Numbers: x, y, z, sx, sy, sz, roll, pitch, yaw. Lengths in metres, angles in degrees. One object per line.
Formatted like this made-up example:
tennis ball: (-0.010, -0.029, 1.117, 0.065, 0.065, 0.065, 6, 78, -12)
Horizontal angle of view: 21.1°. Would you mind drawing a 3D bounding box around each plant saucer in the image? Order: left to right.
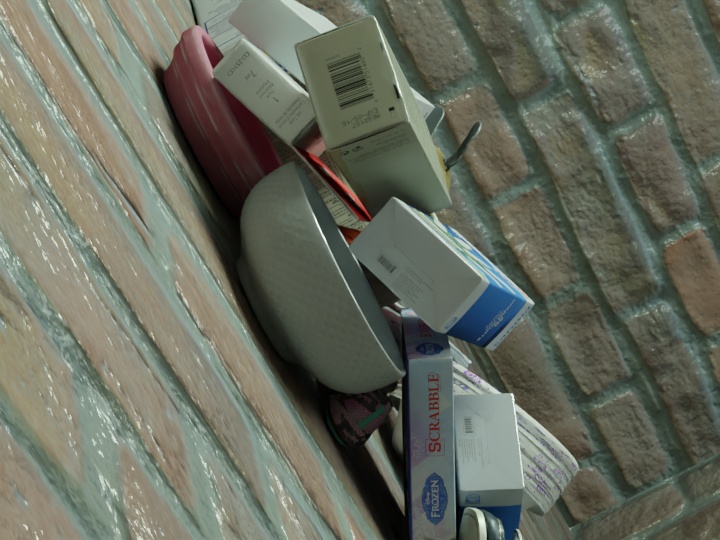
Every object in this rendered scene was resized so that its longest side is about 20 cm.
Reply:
plant saucer: (-0.118, -0.118, 1.713, 0.201, 0.051, 0.201, 62, 6, -11)

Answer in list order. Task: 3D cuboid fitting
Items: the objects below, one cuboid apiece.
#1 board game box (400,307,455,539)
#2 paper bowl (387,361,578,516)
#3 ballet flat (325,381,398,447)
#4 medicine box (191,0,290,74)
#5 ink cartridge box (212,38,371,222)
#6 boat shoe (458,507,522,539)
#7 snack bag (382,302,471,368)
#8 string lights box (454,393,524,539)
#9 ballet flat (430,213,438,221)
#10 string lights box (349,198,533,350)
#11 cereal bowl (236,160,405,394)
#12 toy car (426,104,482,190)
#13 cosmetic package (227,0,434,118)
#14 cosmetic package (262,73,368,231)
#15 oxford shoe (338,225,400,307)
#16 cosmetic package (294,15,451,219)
board game box: (0.058, 0.149, 1.693, 0.200, 0.041, 0.201, -92, 180, -80)
paper bowl: (0.112, 0.179, 1.953, 0.201, 0.104, 0.201, 38, -9, 7)
ballet flat: (0.000, 0.090, 1.694, 0.069, 0.071, 0.200, 60, 5, -21)
medicine box: (-0.100, -0.232, 2.203, 0.182, 0.103, 0.200, 60, 6, -29)
ink cartridge box: (-0.040, -0.118, 1.686, 0.176, 0.045, 0.200, 44, 4, 3)
boat shoe: (0.112, 0.259, 1.659, 0.200, 0.062, 0.075, 95, 1, -58)
snack bag: (0.052, 0.070, 2.044, 0.188, 0.021, 0.200, 29, -13, 46)
string lights box: (0.110, 0.210, 1.759, 0.200, 0.059, 0.103, 90, -2, -52)
ballet flat: (0.022, -0.097, 1.889, 0.200, 0.069, 0.069, 58, 3, 20)
string lights box: (0.071, 0.006, 1.625, 0.103, 0.059, 0.200, 43, 7, 17)
cereal bowl: (-0.043, 0.016, 1.572, 0.200, 0.083, 0.200, 61, 6, -10)
toy car: (0.033, -0.100, 2.017, 0.158, 0.200, 0.164, 53, -11, -35)
cosmetic package: (-0.024, -0.192, 1.815, 0.151, 0.052, 0.200, 38, 9, 16)
cosmetic package: (-0.054, -0.077, 1.851, 0.200, 0.105, 0.071, 65, 5, 12)
oxford shoe: (0.000, 0.000, 1.752, 0.071, 0.199, 0.073, -140, -124, -66)
cosmetic package: (0.013, -0.118, 1.598, 0.200, 0.073, 0.104, 57, 15, -68)
